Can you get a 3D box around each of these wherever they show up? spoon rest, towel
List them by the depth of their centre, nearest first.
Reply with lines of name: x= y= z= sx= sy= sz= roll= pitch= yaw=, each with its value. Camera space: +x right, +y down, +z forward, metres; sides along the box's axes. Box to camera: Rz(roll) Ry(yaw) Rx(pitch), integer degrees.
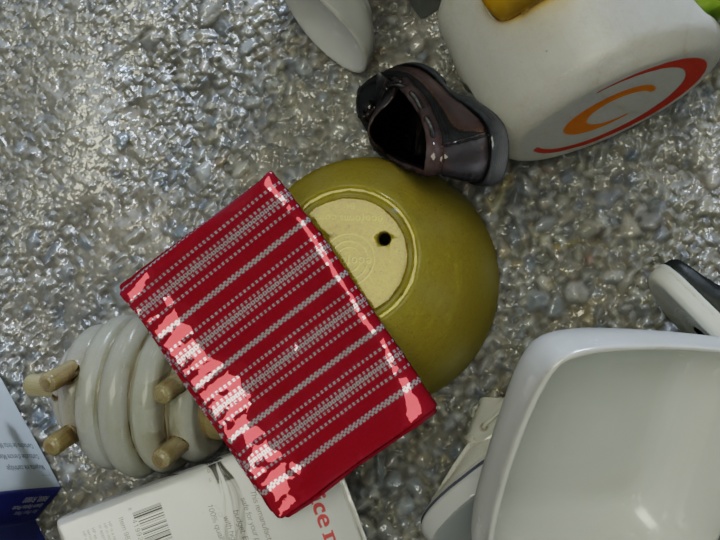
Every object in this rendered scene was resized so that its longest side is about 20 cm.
towel: x=-0.058 y=0.054 z=0.821 sx=0.145 sy=0.022 sz=0.200 roll=-35 pitch=90 yaw=13
spoon rest: x=-0.035 y=-0.224 z=0.909 sx=0.061 sy=0.200 sz=0.099 roll=-40 pitch=60 yaw=-17

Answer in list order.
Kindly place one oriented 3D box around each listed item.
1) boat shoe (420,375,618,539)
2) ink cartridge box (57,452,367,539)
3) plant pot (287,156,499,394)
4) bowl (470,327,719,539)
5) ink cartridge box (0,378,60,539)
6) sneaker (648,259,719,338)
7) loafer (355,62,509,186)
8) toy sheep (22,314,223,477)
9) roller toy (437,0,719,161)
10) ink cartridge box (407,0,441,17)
boat shoe: x=0.115 y=0.123 z=0.907 sx=0.200 sy=0.071 sz=0.070 roll=-44 pitch=51 yaw=4
ink cartridge box: x=-0.100 y=0.212 z=0.878 sx=0.200 sy=0.084 sz=0.145 roll=-19 pitch=86 yaw=-12
plant pot: x=0.000 y=0.000 z=0.896 sx=0.200 sy=0.142 sz=0.201 roll=-1 pitch=81 yaw=9
bowl: x=0.170 y=0.124 z=0.836 sx=0.200 sy=0.075 sz=0.200 roll=3 pitch=114 yaw=-25
ink cartridge box: x=-0.296 y=0.135 z=0.893 sx=0.043 sy=0.196 sz=0.200 roll=-35 pitch=79 yaw=4
sneaker: x=0.316 y=0.038 z=0.884 sx=0.200 sy=0.073 sz=0.112 roll=43 pitch=87 yaw=4
loafer: x=0.035 y=-0.110 z=0.887 sx=0.063 sy=0.200 sz=0.072 roll=-7 pitch=112 yaw=-24
toy sheep: x=-0.169 y=0.094 z=0.915 sx=0.200 sy=0.138 sz=0.138 roll=8 pitch=83 yaw=16
roller toy: x=0.153 y=-0.176 z=0.876 sx=0.200 sy=0.182 sz=0.140 roll=-17 pitch=77 yaw=-28
ink cartridge box: x=0.054 y=-0.315 z=0.903 sx=0.145 sy=0.200 sz=0.145 roll=-34 pitch=78 yaw=2
